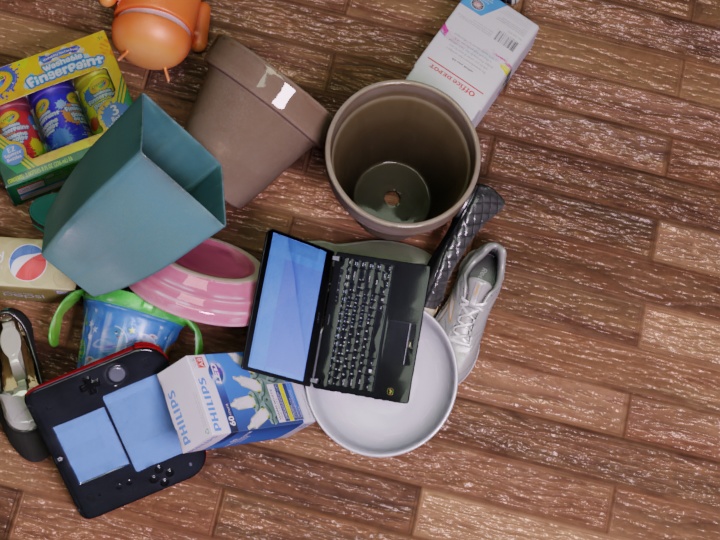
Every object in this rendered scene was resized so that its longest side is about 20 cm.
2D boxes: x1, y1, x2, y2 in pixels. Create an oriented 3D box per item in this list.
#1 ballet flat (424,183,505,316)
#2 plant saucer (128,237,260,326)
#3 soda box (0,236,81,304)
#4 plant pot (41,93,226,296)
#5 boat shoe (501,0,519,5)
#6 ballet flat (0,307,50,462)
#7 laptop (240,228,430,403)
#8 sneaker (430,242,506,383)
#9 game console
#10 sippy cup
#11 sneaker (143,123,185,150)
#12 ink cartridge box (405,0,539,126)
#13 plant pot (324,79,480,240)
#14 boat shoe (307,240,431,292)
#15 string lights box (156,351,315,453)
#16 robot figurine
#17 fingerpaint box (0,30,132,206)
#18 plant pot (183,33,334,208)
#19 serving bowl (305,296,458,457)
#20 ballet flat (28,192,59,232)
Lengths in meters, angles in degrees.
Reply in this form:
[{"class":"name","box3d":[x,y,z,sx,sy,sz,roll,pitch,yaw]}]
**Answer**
[{"class":"ballet flat","box3d":[0.125,-0.017,1.709,0.056,0.066,0.202,26,95,-11]},{"class":"plant saucer","box3d":[-0.199,0.005,1.661,0.198,0.201,0.051,18,109,1]},{"class":"soda box","box3d":[-0.461,-0.003,1.709,0.197,0.064,0.069,4,72,-4]},{"class":"plant pot","box3d":[-0.282,-0.074,1.583,0.199,0.141,0.142,-38,32,18]},{"class":"boat shoe","box3d":[0.158,-0.451,1.893,0.062,0.075,0.201,-34,73,-8]},{"class":"ballet flat","box3d":[-0.434,0.142,1.663,0.067,0.068,0.203,-16,75,-9]},{"class":"laptop","box3d":[-0.027,0.057,1.628,0.197,0.103,0.180,9,81,10]},{"class":"sneaker","box3d":[0.139,0.050,1.721,0.075,0.092,0.202,19,73,1]},{"class":"game console","box3d":[-0.294,0.196,1.611,0.175,0.031,0.202,-24,118,-10]},{"class":"sippy cup","box3d":[-0.298,0.098,1.662,0.176,0.139,0.132,8,79,44]},{"class":"sneaker","box3d":[-0.272,-0.153,1.703,0.069,0.200,0.083,13,59,-21]},{"class":"ink cartridge box","box3d":[0.148,-0.284,1.839,0.114,0.068,0.201,34,73,7]},{"class":"plant pot","box3d":[0.047,-0.123,1.726,0.197,0.174,0.203,1,72,-4]},{"class":"boat shoe","box3d":[0.000,0.000,1.745,0.198,0.072,0.061,2,116,-15]},{"class":"string lights box","box3d":[-0.150,0.158,1.618,0.059,0.199,0.104,-30,73,31]},{"class":"robot figurine","box3d":[-0.280,-0.364,1.808,0.115,0.144,0.203,4,72,15]},{"class":"fingerpaint box","box3d":[-0.405,-0.206,1.771,0.198,0.073,0.169,-21,75,-10]},{"class":"plant pot","box3d":[-0.156,-0.185,1.737,0.199,0.200,0.175,37,90,8]},{"class":"serving bowl","box3d":[0.030,0.140,1.689,0.197,0.066,0.203,-2,78,9]},{"class":"ballet flat","box3d":[-0.330,-0.063,1.712,0.197,0.071,0.068,-1,66,6]}]
